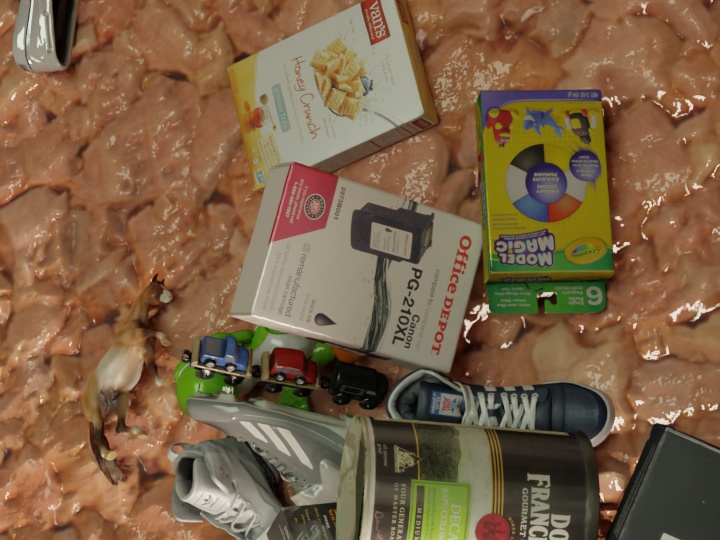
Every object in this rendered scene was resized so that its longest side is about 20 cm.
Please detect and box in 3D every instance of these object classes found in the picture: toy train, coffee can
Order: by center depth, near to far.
[{"bbox_3d":[0.088,0.203,1.565,0.199,0.146,0.147,5,78,-8],"label":"coffee can"},{"bbox_3d":[-0.068,0.094,1.717,0.046,0.199,0.034,120,157,-51],"label":"toy train"}]

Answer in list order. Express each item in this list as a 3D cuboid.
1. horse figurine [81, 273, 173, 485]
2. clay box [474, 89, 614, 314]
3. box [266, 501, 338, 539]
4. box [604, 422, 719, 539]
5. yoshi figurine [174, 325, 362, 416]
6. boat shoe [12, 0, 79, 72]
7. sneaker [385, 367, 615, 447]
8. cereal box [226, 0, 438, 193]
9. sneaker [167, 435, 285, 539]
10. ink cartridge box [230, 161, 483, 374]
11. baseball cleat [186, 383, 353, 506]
[{"bbox_3d":[-0.237,0.112,1.867,0.133,0.050,0.201,42,110,56],"label":"horse figurine"},{"bbox_3d":[0.166,-0.063,1.667,0.114,0.048,0.201,-1,74,-5],"label":"clay box"},{"bbox_3d":[0.021,0.296,1.610,0.050,0.157,0.201,-61,40,45],"label":"box"},{"bbox_3d":[0.250,0.233,1.486,0.104,0.182,0.201,23,90,7],"label":"box"},{"bbox_3d":[-0.100,0.092,1.777,0.199,0.112,0.113,-25,73,25],"label":"yoshi figurine"},{"bbox_3d":[-0.331,-0.316,2.032,0.065,0.073,0.201,6,91,25],"label":"boat shoe"},{"bbox_3d":[0.118,0.126,1.641,0.199,0.108,0.071,-1,78,29],"label":"sneaker"},{"bbox_3d":[-0.030,-0.176,1.839,0.199,0.039,0.145,-24,67,23],"label":"cereal box"},{"bbox_3d":[-0.109,0.237,1.734,0.075,0.115,0.200,-46,59,25],"label":"sneaker"},{"bbox_3d":[0.000,0.000,1.684,0.084,0.199,0.146,177,109,-71],"label":"ink cartridge box"},{"bbox_3d":[-0.071,0.172,1.723,0.199,0.070,0.107,11,88,2],"label":"baseball cleat"}]
